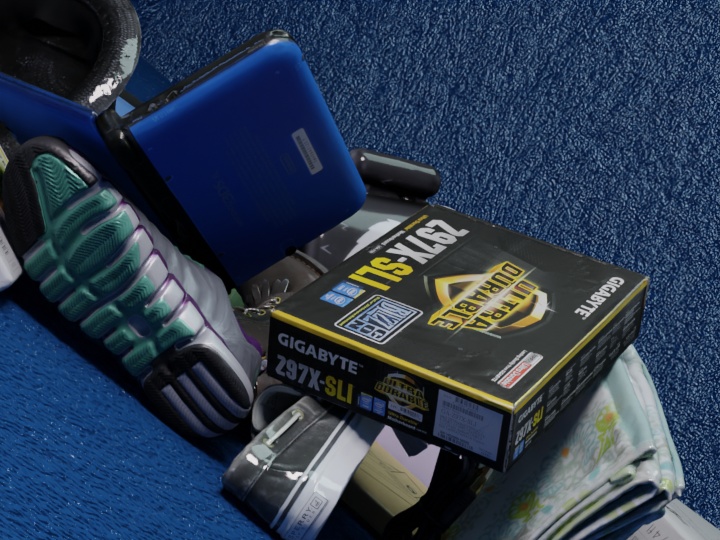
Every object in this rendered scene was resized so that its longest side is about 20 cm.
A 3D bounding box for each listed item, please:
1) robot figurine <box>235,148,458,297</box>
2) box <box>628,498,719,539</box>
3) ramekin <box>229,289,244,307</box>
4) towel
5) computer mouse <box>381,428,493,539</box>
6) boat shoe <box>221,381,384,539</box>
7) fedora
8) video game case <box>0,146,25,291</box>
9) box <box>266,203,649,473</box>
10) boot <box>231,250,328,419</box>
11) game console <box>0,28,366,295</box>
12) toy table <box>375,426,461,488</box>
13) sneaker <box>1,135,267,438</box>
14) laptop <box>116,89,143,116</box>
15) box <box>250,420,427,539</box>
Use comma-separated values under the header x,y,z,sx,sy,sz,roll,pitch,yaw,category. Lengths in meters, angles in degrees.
x,y,z,sx,sy,sz,roll,pitch,yaw,category
0.001,-0.001,1.272,0.199,0.150,0.125,10,51,-18,robot figurine
0.228,0.255,1.182,0.200,0.131,0.199,36,5,-27,box
-0.050,0.029,1.435,0.200,0.098,0.200,39,4,-3,ramekin
0.115,0.133,1.023,0.048,0.171,0.200,43,16,-13,towel
0.033,0.080,1.066,0.044,0.110,0.200,11,44,-22,computer mouse
-0.028,0.089,0.972,0.071,0.072,0.200,36,17,0,boat shoe
-0.227,-0.118,1.160,0.201,0.200,0.092,42,-15,43,fedora
-0.247,-0.088,0.971,0.201,0.023,0.182,63,0,-9,video game case
0.062,0.033,0.992,0.159,0.050,0.200,19,30,26,box
-0.081,0.035,1.099,0.174,0.069,0.200,17,27,-43,boot
-0.111,-0.081,1.000,0.119,0.170,0.200,57,-2,28,game console
0.110,0.126,1.304,0.199,0.185,0.117,-1,-10,6,toy table
-0.129,0.003,0.965,0.200,0.074,0.088,55,21,-10,sneaker
-0.189,-0.072,1.282,0.177,0.103,0.200,35,5,-37,laptop
0.006,0.145,1.166,0.200,0.021,0.163,40,6,18,box
